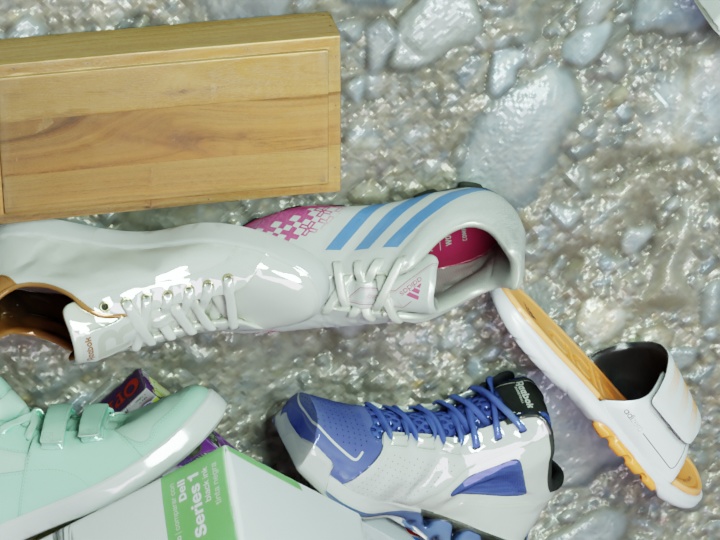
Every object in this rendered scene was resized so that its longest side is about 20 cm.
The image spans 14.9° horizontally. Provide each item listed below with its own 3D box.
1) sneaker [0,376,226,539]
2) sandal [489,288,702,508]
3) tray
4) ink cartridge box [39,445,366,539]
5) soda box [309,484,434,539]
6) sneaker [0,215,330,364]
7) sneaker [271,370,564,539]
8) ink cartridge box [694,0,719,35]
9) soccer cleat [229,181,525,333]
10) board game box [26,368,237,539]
[{"bbox_3d":[-0.184,0.083,1.585,0.200,0.074,0.119,-24,98,1],"label":"sneaker"},{"bbox_3d":[0.159,0.065,1.666,0.059,0.079,0.207,-38,119,13],"label":"sandal"},{"bbox_3d":[-0.111,-0.085,1.542,0.199,0.037,0.099,-5,120,-9],"label":"tray"},{"bbox_3d":[-0.111,0.194,1.590,0.199,0.085,0.146,-27,146,23],"label":"ink cartridge box"},{"bbox_3d":[0.044,0.200,1.726,0.199,0.064,0.068,31,109,-26],"label":"soda box"},{"bbox_3d":[-0.118,0.023,1.538,0.199,0.085,0.073,2,136,9],"label":"sneaker"},{"bbox_3d":[0.050,0.102,1.669,0.199,0.081,0.115,29,106,-33],"label":"sneaker"},{"bbox_3d":[0.297,-0.191,1.549,0.144,0.084,0.200,31,107,-28],"label":"ink cartridge box"},{"bbox_3d":[0.000,0.000,1.586,0.199,0.086,0.070,-15,122,-4],"label":"soccer cleat"},{"bbox_3d":[-0.163,0.162,1.677,0.200,0.032,0.120,-42,124,11],"label":"board game box"}]
